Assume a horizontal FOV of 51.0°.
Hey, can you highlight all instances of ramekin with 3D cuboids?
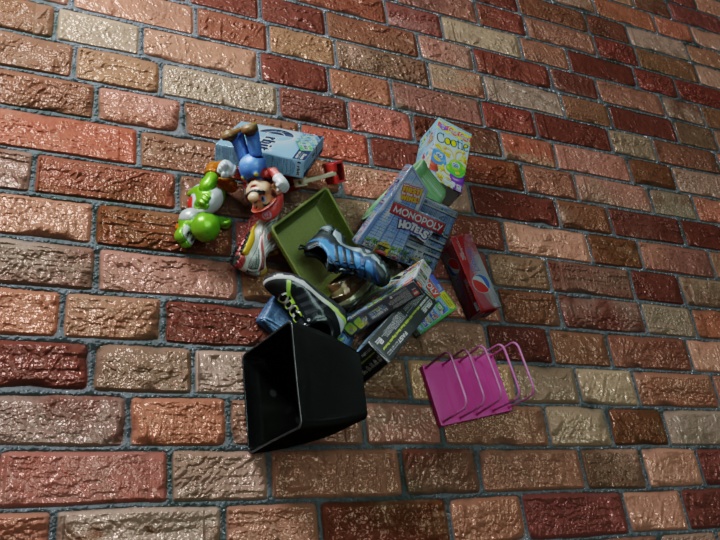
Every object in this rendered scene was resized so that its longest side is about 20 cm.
[{"bbox_3d":[0.106,-0.155,1.754,0.098,0.200,0.200,45,53,-7],"label":"ramekin"}]

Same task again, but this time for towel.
[{"bbox_3d":[-0.112,0.119,1.584,0.199,0.049,0.112,33,53,-7],"label":"towel"}]

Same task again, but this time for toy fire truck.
[{"bbox_3d":[-0.145,-0.199,1.676,0.200,0.140,0.049,-25,110,-45],"label":"toy fire truck"}]

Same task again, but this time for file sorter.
[{"bbox_3d":[0.261,0.243,1.658,0.199,0.125,0.140,-5,66,-29],"label":"file sorter"}]

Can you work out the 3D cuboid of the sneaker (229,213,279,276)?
[{"bbox_3d":[-0.210,-0.072,1.631,0.082,0.078,0.201,34,57,-22],"label":"sneaker"}]

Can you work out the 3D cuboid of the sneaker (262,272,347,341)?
[{"bbox_3d":[-0.113,0.078,1.530,0.199,0.072,0.083,30,52,-10],"label":"sneaker"}]

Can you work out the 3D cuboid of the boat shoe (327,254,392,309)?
[{"bbox_3d":[0.000,0.000,1.643,0.074,0.075,0.200,55,48,-16],"label":"boat shoe"}]

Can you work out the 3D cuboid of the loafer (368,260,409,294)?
[{"bbox_3d":[0.094,-0.004,1.709,0.072,0.063,0.200,48,54,3],"label":"loafer"}]

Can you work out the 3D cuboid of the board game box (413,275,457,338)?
[{"bbox_3d":[0.118,0.041,1.754,0.134,0.029,0.200,-32,81,-35],"label":"board game box"}]

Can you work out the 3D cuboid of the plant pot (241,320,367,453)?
[{"bbox_3d":[-0.100,0.233,1.450,0.177,0.199,0.201,11,59,-34],"label":"plant pot"}]

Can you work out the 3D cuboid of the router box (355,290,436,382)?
[{"bbox_3d":[0.060,0.137,1.597,0.062,0.150,0.200,43,53,0],"label":"router box"}]

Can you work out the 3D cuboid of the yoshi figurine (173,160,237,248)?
[{"bbox_3d":[-0.313,-0.129,1.582,0.112,0.112,0.201,32,58,-17],"label":"yoshi figurine"}]

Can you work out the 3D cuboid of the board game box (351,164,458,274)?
[{"bbox_3d":[0.112,-0.116,1.633,0.199,0.062,0.201,21,95,-14],"label":"board game box"}]

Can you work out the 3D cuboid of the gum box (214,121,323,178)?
[{"bbox_3d":[-0.198,-0.270,1.666,0.199,0.045,0.170,12,29,6],"label":"gum box"}]

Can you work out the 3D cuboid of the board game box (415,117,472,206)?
[{"bbox_3d":[0.204,-0.267,1.916,0.103,0.105,0.201,23,57,-15],"label":"board game box"}]

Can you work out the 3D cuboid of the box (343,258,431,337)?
[{"bbox_3d":[0.055,0.059,1.590,0.035,0.200,0.110,51,26,-11],"label":"box"}]

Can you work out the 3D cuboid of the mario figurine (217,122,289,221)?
[{"bbox_3d":[-0.221,-0.195,1.544,0.106,0.123,0.201,-25,102,-25],"label":"mario figurine"}]

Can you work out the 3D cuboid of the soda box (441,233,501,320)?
[{"bbox_3d":[0.262,0.014,1.821,0.070,0.063,0.201,-10,70,-30],"label":"soda box"}]

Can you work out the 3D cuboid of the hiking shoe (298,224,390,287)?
[{"bbox_3d":[-0.030,-0.013,1.567,0.199,0.075,0.087,32,55,25],"label":"hiking shoe"}]

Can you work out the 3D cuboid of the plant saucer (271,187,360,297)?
[{"bbox_3d":[-0.097,-0.050,1.646,0.200,0.048,0.200,-42,109,-41],"label":"plant saucer"}]
